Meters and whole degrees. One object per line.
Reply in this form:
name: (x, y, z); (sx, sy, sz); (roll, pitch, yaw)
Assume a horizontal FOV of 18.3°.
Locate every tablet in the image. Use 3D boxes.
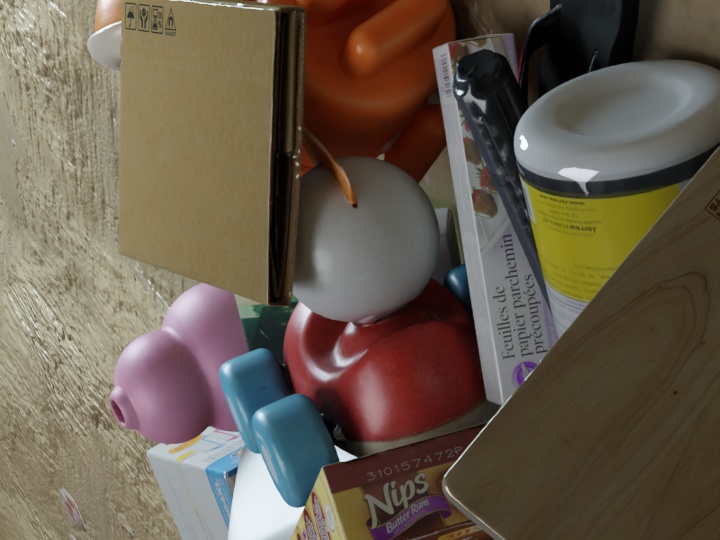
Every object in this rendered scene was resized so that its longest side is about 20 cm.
tablet: (0.006, 0.110, 1.381); (0.014, 0.200, 0.130); (56, -160, -27)

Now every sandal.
sandal: (0.106, -0.098, 1.147); (0.075, 0.045, 0.200); (47, 158, 31)

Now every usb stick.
usb stick: (0.096, -0.023, 1.159); (0.055, 0.033, 0.200); (-100, -15, -65)

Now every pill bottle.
pill bottle: (0.148, 0.006, 1.095); (0.112, 0.112, 0.200); (29, 140, 54)

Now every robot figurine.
robot figurine: (-0.014, -0.121, 1.304); (0.200, 0.144, 0.117); (133, 151, -67)

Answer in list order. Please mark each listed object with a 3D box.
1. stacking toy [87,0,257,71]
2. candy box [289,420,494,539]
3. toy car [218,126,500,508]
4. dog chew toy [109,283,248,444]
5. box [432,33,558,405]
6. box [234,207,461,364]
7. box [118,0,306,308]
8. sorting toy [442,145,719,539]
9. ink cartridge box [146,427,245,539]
stacking toy: (-0.114, -0.233, 1.436); (0.146, 0.146, 0.200); (161, 101, -68)
candy box: (0.026, 0.148, 1.262); (0.200, 0.117, 0.056); (108, 146, -66)
toy car: (0.000, 0.000, 1.286); (0.177, 0.184, 0.200); (-137, 27, -68)
dog chew toy: (-0.080, 0.054, 1.535); (0.125, 0.200, 0.125); (47, 153, 33)
box: (0.076, -0.028, 1.212); (0.041, 0.039, 0.200); (-178, 78, -81)
box: (0.002, 0.055, 1.448); (0.036, 0.144, 0.200); (-80, -19, -56)
box: (-0.090, -0.075, 1.283); (0.200, 0.021, 0.164); (16, 107, 58)
sorting toy: (0.172, 0.085, 0.971); (0.199, 0.200, 0.070); (39, 169, 9)
ink cartridge box: (-0.069, 0.175, 1.743); (0.200, 0.129, 0.125); (4, 118, 64)
